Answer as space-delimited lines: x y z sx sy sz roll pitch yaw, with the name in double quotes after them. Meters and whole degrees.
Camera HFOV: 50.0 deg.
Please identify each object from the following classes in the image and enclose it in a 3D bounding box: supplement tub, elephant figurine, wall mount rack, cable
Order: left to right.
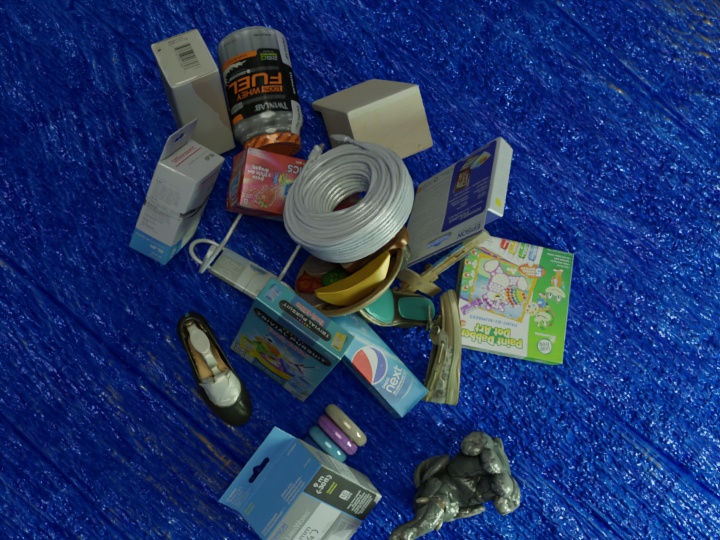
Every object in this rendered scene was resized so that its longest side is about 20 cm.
-0.173 -0.030 1.273 0.199 0.075 0.174 30 39 -3 "wall mount rack"
-0.165 -0.292 1.295 0.121 0.123 0.202 -12 81 -11 "supplement tub"
-0.020 -0.103 1.136 0.199 0.069 0.201 19 65 38 "cable"
0.140 0.347 1.225 0.199 0.155 0.142 -33 48 12 "elephant figurine"

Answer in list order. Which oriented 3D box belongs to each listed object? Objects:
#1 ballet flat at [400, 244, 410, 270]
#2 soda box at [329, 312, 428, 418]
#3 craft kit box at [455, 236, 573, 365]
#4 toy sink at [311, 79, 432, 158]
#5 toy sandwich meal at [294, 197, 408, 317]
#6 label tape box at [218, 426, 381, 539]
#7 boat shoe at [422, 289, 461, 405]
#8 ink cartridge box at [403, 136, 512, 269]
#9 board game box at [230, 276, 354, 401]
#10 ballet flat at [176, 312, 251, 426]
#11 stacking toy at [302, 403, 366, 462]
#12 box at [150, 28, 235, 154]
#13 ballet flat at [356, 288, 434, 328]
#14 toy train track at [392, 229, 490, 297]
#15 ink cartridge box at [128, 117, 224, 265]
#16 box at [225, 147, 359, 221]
0.000 0.000 1.255 0.067 0.199 0.047 43 38 -26 "ballet flat"
0.016 0.148 1.266 0.064 0.068 0.200 -43 88 -14 "soda box"
0.261 0.049 1.339 0.198 0.049 0.199 10 80 -7 "craft kit box"
0.016 -0.245 1.308 0.129 0.200 0.113 -24 113 -14 "toy sink"
-0.021 -0.019 1.162 0.205 0.205 0.070 -44 130 -14 "toy sandwich meal"
-0.087 0.343 1.152 0.200 0.063 0.145 36 92 -33 "label tape box"
0.132 0.128 1.255 0.062 0.073 0.202 1 107 5 "boat shoe"
0.150 -0.094 1.240 0.047 0.197 0.201 34 52 -27 "ink cartridge box"
-0.111 0.112 1.184 0.150 0.200 0.047 36 57 0 "board game box"
-0.237 0.158 1.224 0.068 0.068 0.201 -30 86 -14 "ballet flat"
-0.085 0.309 1.217 0.085 0.085 0.200 44 80 1 "stacking toy"
-0.262 -0.271 1.228 0.077 0.200 0.095 -24 68 -12 "box"
0.039 0.061 1.247 0.199 0.070 0.071 12 74 -45 "ballet flat"
0.126 -0.014 1.284 0.199 0.114 0.033 -37 53 21 "toy train track"
-0.278 -0.123 1.195 0.067 0.116 0.201 28 120 -1 "ink cartridge box"
-0.108 -0.128 1.256 0.198 0.100 0.096 10 86 -23 "box"
